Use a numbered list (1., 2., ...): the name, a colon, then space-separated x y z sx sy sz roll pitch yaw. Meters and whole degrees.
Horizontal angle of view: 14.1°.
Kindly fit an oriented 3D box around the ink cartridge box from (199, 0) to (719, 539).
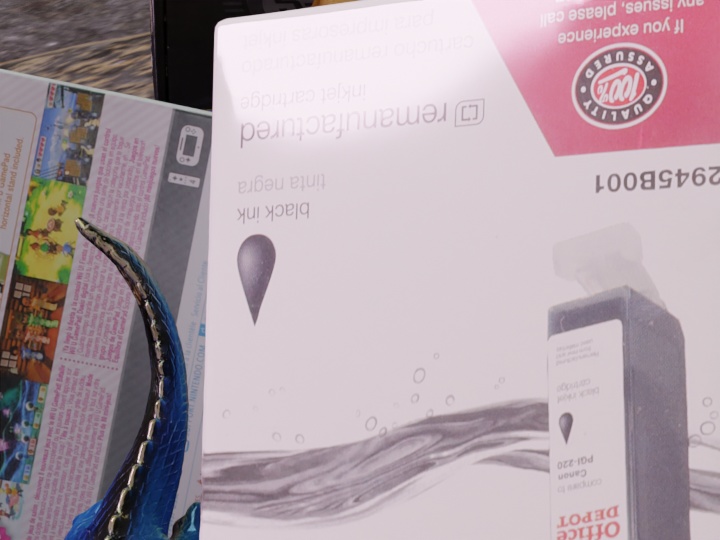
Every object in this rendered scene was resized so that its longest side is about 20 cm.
1. ink cartridge box: 0.041 0.039 0.670 0.145 0.201 0.085 -5 -9 31

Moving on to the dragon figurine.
1. dragon figurine: -0.064 0.091 0.691 0.059 0.201 0.099 7 4 16

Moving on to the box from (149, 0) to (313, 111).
1. box: 0.022 -0.109 1.063 0.199 0.044 0.160 -4 -20 -5

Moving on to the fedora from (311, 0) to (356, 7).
1. fedora: 0.000 0.000 0.907 0.081 0.202 0.201 18 20 -5

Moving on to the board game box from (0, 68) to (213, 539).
1. board game box: -0.085 0.024 0.774 0.199 0.148 0.064 12 0 -7
